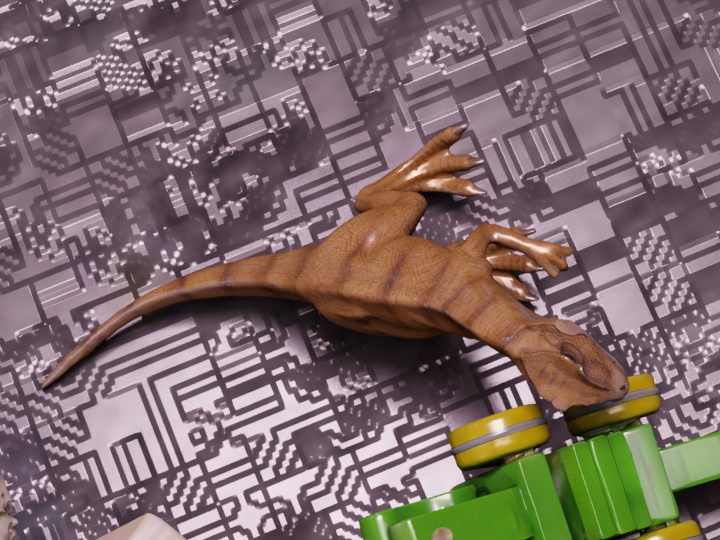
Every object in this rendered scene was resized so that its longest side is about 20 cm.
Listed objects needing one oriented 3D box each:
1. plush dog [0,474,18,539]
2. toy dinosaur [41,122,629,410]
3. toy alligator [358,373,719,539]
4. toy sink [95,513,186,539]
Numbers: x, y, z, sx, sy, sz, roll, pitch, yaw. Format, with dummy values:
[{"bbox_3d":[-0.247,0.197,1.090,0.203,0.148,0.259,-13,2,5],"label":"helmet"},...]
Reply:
[{"bbox_3d":[-0.221,0.036,0.724,0.171,0.199,0.162,-23,68,31],"label":"plush dog"},{"bbox_3d":[0.000,0.000,0.791,0.199,0.061,0.106,5,26,37],"label":"toy dinosaur"},{"bbox_3d":[0.038,0.077,0.759,0.199,0.054,0.060,-14,81,-27],"label":"toy alligator"},{"bbox_3d":[-0.033,0.184,0.678,0.200,0.112,0.131,43,66,-7],"label":"toy sink"}]
